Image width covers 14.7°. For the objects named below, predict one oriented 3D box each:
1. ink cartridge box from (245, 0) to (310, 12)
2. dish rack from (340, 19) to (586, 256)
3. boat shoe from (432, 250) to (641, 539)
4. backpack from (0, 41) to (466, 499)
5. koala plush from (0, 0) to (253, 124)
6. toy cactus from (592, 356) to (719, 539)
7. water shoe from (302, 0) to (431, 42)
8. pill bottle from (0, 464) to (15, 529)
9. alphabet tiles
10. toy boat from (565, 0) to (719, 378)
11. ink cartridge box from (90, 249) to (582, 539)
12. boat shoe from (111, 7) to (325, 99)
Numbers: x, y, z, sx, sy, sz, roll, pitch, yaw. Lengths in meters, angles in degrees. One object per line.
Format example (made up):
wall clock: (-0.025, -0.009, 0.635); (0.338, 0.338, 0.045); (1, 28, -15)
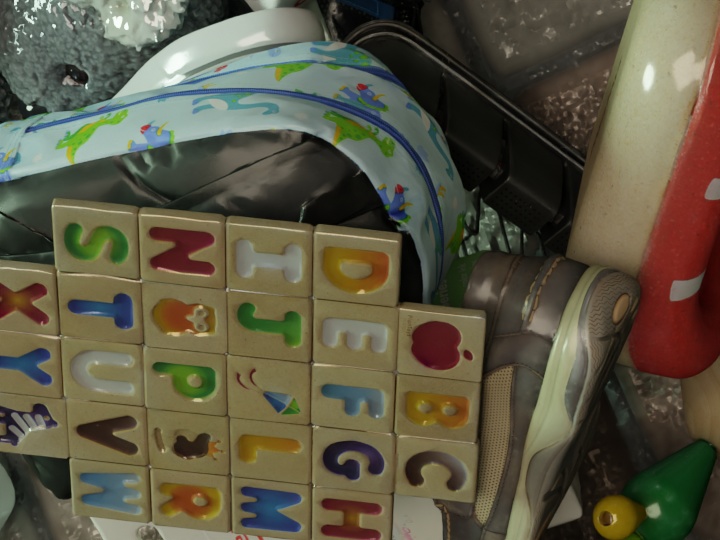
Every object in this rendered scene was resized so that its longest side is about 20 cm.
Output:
ink cartridge box: (0.018, -0.204, 1.162); (0.200, 0.145, 0.084); (-37, 85, -10)
dish rack: (0.000, 0.000, 1.244); (0.153, 0.055, 0.200); (35, 118, -25)
boat shoe: (0.057, 0.060, 1.139); (0.073, 0.075, 0.200); (26, 135, 10)
backpack: (-0.057, -0.012, 1.130); (0.200, 0.154, 0.163); (-15, 109, 37)
koala plush: (-0.144, -0.135, 1.258); (0.200, 0.177, 0.184); (18, 86, 21)
toy cactus: (0.170, 0.090, 1.195); (0.199, 0.102, 0.165); (-16, 65, 0)
water shoe: (0.006, -0.143, 1.253); (0.079, 0.071, 0.200); (-22, 89, 16)
pill bottle: (-0.260, 0.164, 1.354); (0.113, 0.113, 0.200); (39, 107, 12)
alphabet tiles: (-0.051, 0.044, 1.092); (0.199, 0.006, 0.167); (6, 130, 5)
toy boat: (0.160, -0.043, 1.135); (0.130, 0.131, 0.200); (15, 130, 2)
ink cartridge box: (-0.015, 0.080, 1.229); (0.200, 0.067, 0.117); (-19, 128, 10)
boat shoe: (-0.085, -0.050, 1.224); (0.200, 0.069, 0.057); (-31, 68, 37)
